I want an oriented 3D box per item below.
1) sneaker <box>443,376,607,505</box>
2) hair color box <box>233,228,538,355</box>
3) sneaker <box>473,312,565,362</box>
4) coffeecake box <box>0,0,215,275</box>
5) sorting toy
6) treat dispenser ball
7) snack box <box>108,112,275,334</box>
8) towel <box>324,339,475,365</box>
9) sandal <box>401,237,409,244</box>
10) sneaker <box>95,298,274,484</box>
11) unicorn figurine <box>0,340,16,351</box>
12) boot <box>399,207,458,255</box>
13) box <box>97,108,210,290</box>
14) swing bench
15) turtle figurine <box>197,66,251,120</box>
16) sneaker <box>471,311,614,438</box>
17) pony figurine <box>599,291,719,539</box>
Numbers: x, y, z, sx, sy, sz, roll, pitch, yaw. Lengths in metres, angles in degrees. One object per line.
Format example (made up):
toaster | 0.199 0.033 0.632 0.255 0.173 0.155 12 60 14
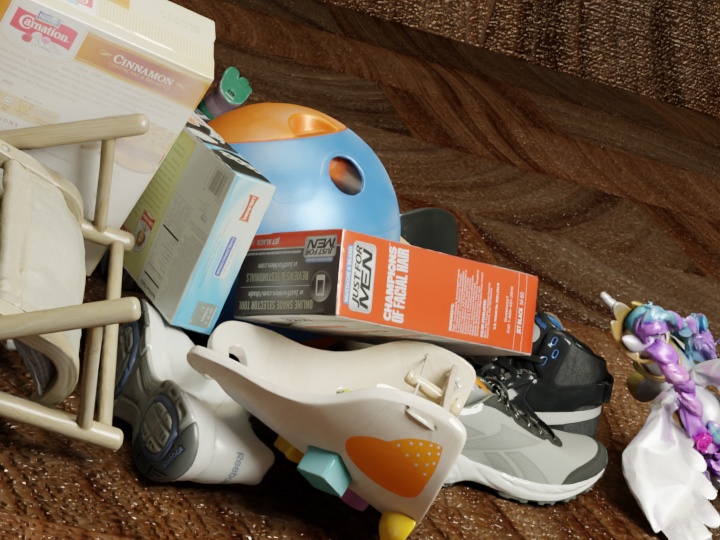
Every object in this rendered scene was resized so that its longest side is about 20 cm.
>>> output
sneaker | 0.101 0.120 1.266 0.199 0.080 0.074 12 15 -26
hair color box | 0.021 0.019 1.225 0.199 0.065 0.110 11 -9 -43
sneaker | 0.138 0.078 1.471 0.200 0.070 0.076 23 39 -62
coffeecake box | -0.213 -0.111 1.191 0.153 0.200 0.073 22 36 -22
sorting toy | -0.025 0.086 1.122 0.179 0.107 0.200 28 8 2
treat dispenser ball | -0.068 -0.030 1.350 0.199 0.202 0.201 17 16 -5
snack box | -0.137 -0.050 1.243 0.037 0.117 0.200 17 16 -34
towel | 0.012 0.058 1.453 0.132 0.035 0.200 7 21 -31
sandal | 0.001 -0.003 1.458 0.211 0.078 0.070 30 58 12
sneaker | -0.122 0.090 1.166 0.087 0.075 0.200 22 19 -32
unicorn figurine | -0.252 0.013 1.234 0.136 0.074 0.200 15 19 4
boot | -0.022 -0.037 1.629 0.173 0.070 0.199 12 9 41
box | -0.205 -0.093 1.484 0.049 0.159 0.200 9 19 -30
swing bench | -0.242 -0.006 1.097 0.198 0.130 0.200 6 42 -10
turtle figurine | -0.200 -0.131 1.627 0.149 0.200 0.101 16 48 -37
sneaker | 0.104 0.080 1.338 0.199 0.113 0.073 11 16 -23
pony figurine | 0.262 0.110 1.337 0.193 0.166 0.200 53 3 25
